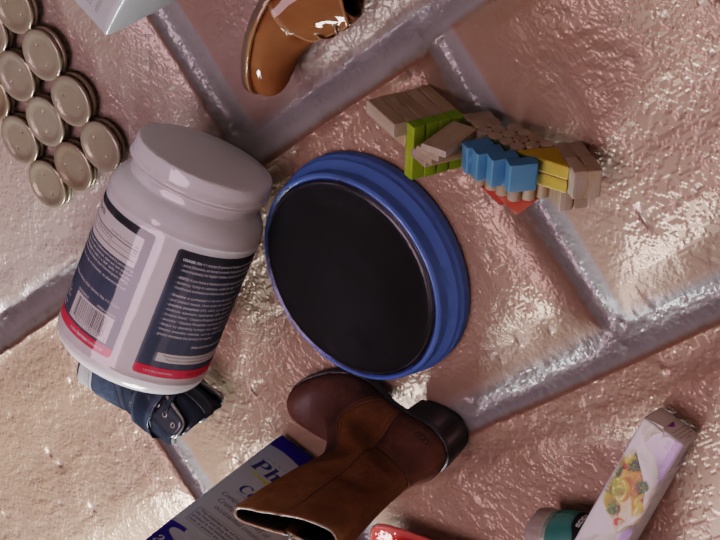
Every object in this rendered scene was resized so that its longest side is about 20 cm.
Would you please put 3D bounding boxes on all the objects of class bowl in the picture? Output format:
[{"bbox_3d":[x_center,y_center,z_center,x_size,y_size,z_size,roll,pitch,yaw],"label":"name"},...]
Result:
[{"bbox_3d":[0.000,0.000,1.727,0.200,0.039,0.202,22,127,32],"label":"bowl"}]

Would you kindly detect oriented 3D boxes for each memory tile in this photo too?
[{"bbox_3d":[-0.304,-0.163,1.922,0.153,0.017,0.201,-29,94,47],"label":"memory tile"}]

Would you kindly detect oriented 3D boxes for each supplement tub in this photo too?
[{"bbox_3d":[-0.167,-0.009,1.765,0.140,0.140,0.201,32,111,23],"label":"supplement tub"}]

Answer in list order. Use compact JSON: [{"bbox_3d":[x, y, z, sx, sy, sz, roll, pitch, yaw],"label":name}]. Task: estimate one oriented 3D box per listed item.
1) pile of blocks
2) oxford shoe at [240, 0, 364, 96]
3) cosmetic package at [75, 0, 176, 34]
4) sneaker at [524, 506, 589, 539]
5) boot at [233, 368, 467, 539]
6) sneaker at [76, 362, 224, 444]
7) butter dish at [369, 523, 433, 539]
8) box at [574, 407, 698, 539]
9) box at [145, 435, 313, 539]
[{"bbox_3d":[0.090,-0.077,1.567,0.199,0.082,0.063,23,128,30],"label":"pile of blocks"},{"bbox_3d":[-0.039,-0.202,1.621,0.071,0.071,0.200,39,134,10],"label":"oxford shoe"},{"bbox_3d":[-0.178,-0.329,1.598,0.200,0.166,0.167,48,136,7],"label":"cosmetic package"},{"bbox_3d":[0.194,0.293,1.704,0.080,0.071,0.201,3,115,46],"label":"sneaker"},{"bbox_3d":[-0.036,0.167,1.741,0.187,0.200,0.069,21,128,31],"label":"boot"},{"bbox_3d":[-0.185,0.067,1.903,0.146,0.077,0.203,37,136,24],"label":"sneaker"},{"bbox_3d":[0.059,0.353,1.806,0.199,0.148,0.201,16,125,35],"label":"butter dish"},{"bbox_3d":[0.199,0.201,1.620,0.039,0.041,0.201,34,114,20],"label":"box"},{"bbox_3d":[-0.109,0.286,1.879,0.105,0.200,0.185,33,133,21],"label":"box"}]
